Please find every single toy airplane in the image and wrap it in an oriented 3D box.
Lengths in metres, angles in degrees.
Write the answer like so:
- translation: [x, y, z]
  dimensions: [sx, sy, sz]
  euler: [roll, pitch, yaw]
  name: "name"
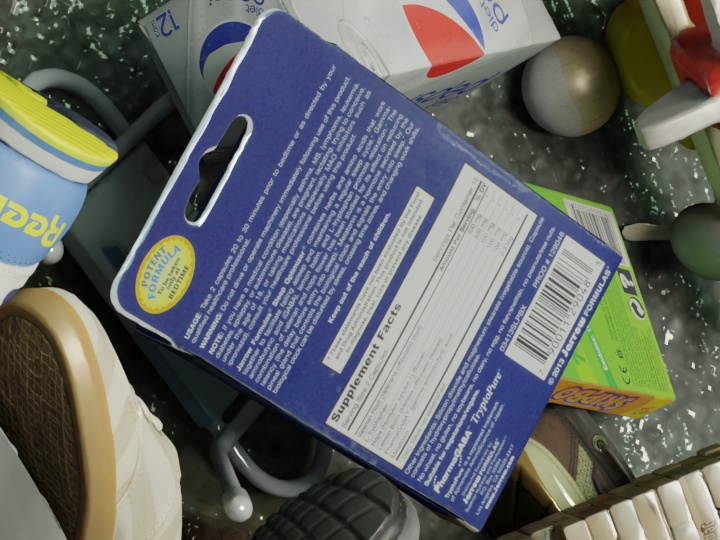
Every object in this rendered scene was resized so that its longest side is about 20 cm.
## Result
- translation: [0.134, -0.088, 1.191]
  dimensions: [0.199, 0.140, 0.201]
  euler: [40, 37, -57]
  name: "toy airplane"

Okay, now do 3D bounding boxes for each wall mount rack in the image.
- translation: [-0.065, 0.009, 1.051]
  dimensions: [0.200, 0.074, 0.174]
  euler: [54, 39, -12]
  name: "wall mount rack"

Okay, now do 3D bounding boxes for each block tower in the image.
- translation: [0.075, 0.128, 1.094]
  dimensions: [0.199, 0.054, 0.058]
  euler: [-21, 91, -6]
  name: "block tower"

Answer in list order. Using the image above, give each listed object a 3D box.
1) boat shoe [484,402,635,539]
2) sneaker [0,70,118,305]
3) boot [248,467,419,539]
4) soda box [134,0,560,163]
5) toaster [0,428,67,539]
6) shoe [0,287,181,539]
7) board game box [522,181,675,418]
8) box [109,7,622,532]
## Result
- translation: [0.125, 0.142, 1.167]
  dimensions: [0.065, 0.073, 0.201]
  euler: [-40, 101, -30]
  name: "boat shoe"
- translation: [-0.150, -0.037, 0.961]
  dimensions: [0.074, 0.200, 0.083]
  euler: [27, 92, -22]
  name: "sneaker"
- translation: [-0.010, 0.177, 1.030]
  dimensions: [0.131, 0.070, 0.200]
  euler: [32, 103, -24]
  name: "boot"
- translation: [0.001, -0.095, 1.096]
  dimensions: [0.200, 0.068, 0.064]
  euler: [-18, 80, -60]
  name: "soda box"
- translation: [-0.159, 0.103, 0.892]
  dimensions: [0.113, 0.129, 0.201]
  euler: [-27, 107, 8]
  name: "toaster"
- translation: [-0.099, 0.081, 0.985]
  dimensions: [0.053, 0.070, 0.201]
  euler: [-37, 141, -38]
  name: "shoe"
- translation: [0.054, 0.004, 1.132]
  dimensions: [0.199, 0.030, 0.096]
  euler: [15, 52, -52]
  name: "board game box"
- translation: [0.000, 0.000, 0.999]
  dimensions: [0.200, 0.032, 0.122]
  euler: [34, 81, -38]
  name: "box"
